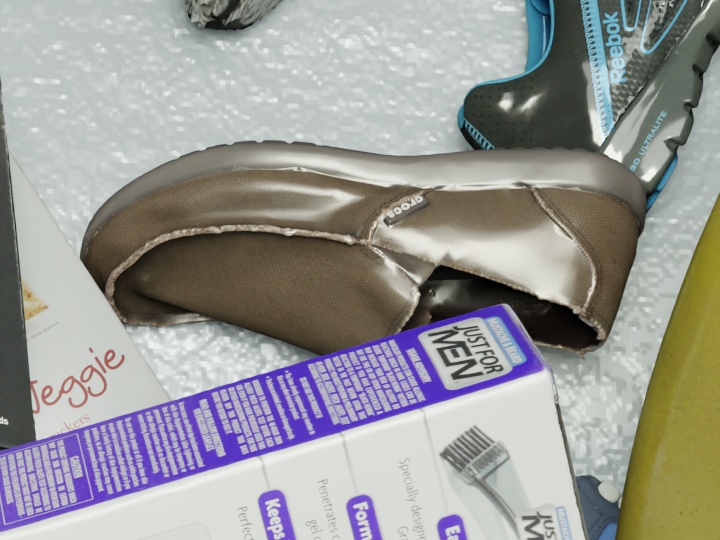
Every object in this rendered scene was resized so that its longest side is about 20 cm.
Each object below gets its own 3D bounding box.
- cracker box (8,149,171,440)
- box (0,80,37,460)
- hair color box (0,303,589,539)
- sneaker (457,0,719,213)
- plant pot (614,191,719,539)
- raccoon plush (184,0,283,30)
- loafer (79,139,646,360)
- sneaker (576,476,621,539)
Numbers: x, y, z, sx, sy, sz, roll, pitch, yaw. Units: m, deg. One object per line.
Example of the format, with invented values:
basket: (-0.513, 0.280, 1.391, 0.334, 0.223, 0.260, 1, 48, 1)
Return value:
cracker box: (-0.148, 0.043, 1.005, 0.134, 0.058, 0.200, -31, 77, -17)
box: (-0.202, -0.016, 0.901, 0.199, 0.050, 0.158, 15, 50, -31)
hair color box: (-0.032, 0.094, 0.886, 0.199, 0.065, 0.110, -15, 112, -4)
sneaker: (0.108, -0.111, 1.085, 0.082, 0.073, 0.201, 29, 69, 2)
plant pot: (0.188, 0.051, 0.909, 0.199, 0.177, 0.200, 35, 38, 8)
raccoon plush: (-0.054, -0.177, 1.093, 0.134, 0.097, 0.200, 39, 54, 16)
loafer: (0.000, 0.000, 1.013, 0.199, 0.073, 0.071, -4, 61, 7)
sneaker: (0.113, 0.122, 1.003, 0.146, 0.081, 0.201, -12, 62, -27)
